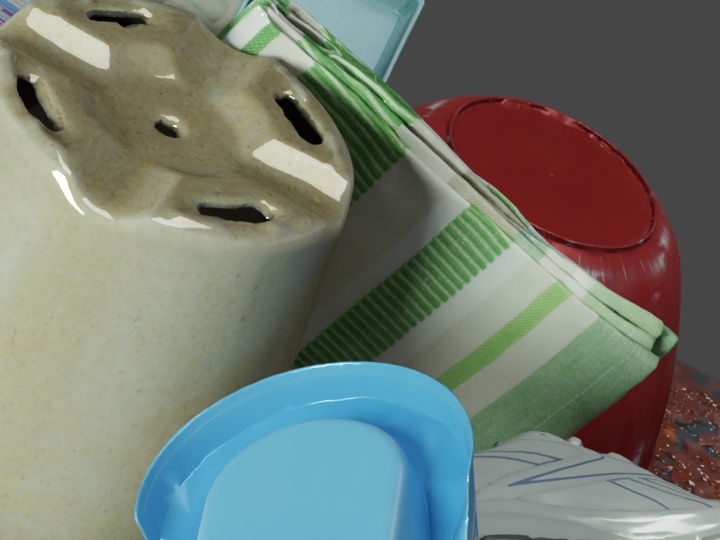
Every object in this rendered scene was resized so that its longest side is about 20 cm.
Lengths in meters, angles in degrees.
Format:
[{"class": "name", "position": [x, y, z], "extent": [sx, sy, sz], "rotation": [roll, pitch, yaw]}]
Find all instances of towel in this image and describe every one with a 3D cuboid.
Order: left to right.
[{"class": "towel", "position": [0.000, 0.000, 1.096], "extent": [0.200, 0.152, 0.023], "rotation": [40, 42, -11]}]

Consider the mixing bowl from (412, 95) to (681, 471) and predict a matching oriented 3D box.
[{"class": "mixing bowl", "position": [0.059, -0.001, 1.229], "extent": [0.199, 0.109, 0.200], "rotation": [20, 34, -14]}]

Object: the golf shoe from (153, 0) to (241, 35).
[{"class": "golf shoe", "position": [-0.079, -0.143, 1.336], "extent": [0.199, 0.092, 0.075], "rotation": [2, 40, -37]}]

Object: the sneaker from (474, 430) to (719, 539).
[{"class": "sneaker", "position": [0.087, 0.090, 1.027], "extent": [0.199, 0.075, 0.087], "rotation": [9, 32, -28]}]

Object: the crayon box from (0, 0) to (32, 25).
[{"class": "crayon box", "position": [-0.166, -0.086, 1.222], "extent": [0.200, 0.058, 0.119], "rotation": [34, 33, 9]}]

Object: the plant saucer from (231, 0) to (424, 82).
[{"class": "plant saucer", "position": [-0.042, -0.047, 1.199], "extent": [0.070, 0.019, 0.200], "rotation": [26, 63, -1]}]

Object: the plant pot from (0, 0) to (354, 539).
[{"class": "plant pot", "position": [-0.096, 0.013, 1.025], "extent": [0.200, 0.184, 0.201], "rotation": [19, 33, -13]}]

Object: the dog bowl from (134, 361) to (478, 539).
[{"class": "dog bowl", "position": [-0.017, 0.111, 0.899], "extent": [0.111, 0.050, 0.200], "rotation": [-9, 38, 15]}]
